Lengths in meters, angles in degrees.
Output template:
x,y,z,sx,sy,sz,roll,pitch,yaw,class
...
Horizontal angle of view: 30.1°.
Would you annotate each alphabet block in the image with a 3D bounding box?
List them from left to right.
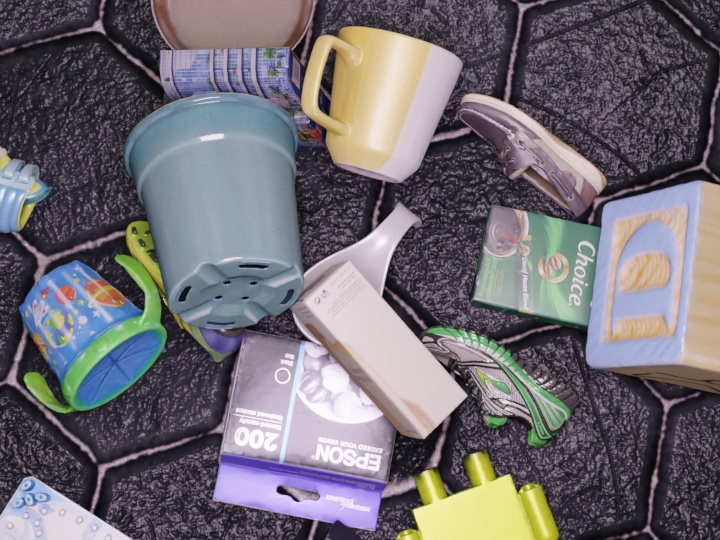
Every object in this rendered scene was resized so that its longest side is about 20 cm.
x,y,z,sx,sy,sz,roll,pitch,yaw,class
0.389,0.027,1.478,0.199,0.195,0.198,12,82,-21,alphabet block

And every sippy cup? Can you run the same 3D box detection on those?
x,y,z,sx,sy,sz,roll,pitch,yaw,class
-0.310,0.066,1.514,0.178,0.140,0.130,-40,73,-16,sippy cup

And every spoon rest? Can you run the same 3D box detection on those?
x,y,z,sx,sy,sz,roll,pitch,yaw,class
0.000,0.000,1.553,0.099,0.061,0.200,37,74,5,spoon rest

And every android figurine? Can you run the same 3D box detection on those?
x,y,z,sx,sy,sz,roll,pitch,yaw,class
0.135,0.312,1.528,0.181,0.041,0.201,-18,80,-4,android figurine

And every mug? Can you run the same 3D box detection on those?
x,y,z,sx,sy,sz,roll,pitch,yaw,class
0.011,-0.192,1.555,0.185,0.149,0.154,16,89,-14,mug

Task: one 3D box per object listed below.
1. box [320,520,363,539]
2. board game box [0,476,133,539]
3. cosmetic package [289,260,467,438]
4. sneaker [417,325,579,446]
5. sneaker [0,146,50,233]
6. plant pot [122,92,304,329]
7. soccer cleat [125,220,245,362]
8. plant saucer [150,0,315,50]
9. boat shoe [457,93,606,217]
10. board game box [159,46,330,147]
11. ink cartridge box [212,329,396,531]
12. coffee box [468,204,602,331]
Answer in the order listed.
x,y,z,sx,sy,sz,roll,pitch,yaw,class
-0.014,0.416,1.451,0.200,0.123,0.199,39,94,4,box
-0.349,0.368,1.511,0.199,0.026,0.201,31,81,3,board game box
0.017,0.088,1.478,0.071,0.105,0.200,-42,95,-12,cosmetic package
0.149,0.129,1.538,0.199,0.078,0.086,32,82,3,sneaker
-0.427,-0.135,1.565,0.129,0.080,0.202,-1,90,0,sneaker
-0.148,-0.055,1.468,0.199,0.201,0.197,-12,60,-4,plant pot
-0.211,0.025,1.552,0.200,0.084,0.065,45,42,19,soccer cleat
-0.154,-0.330,1.626,0.198,0.032,0.202,0,81,-2,plant saucer
0.195,-0.136,1.587,0.199,0.072,0.065,34,76,-2,boat shoe
-0.153,-0.195,1.544,0.198,0.200,0.062,0,79,13,board game box
-0.058,0.183,1.541,0.197,0.043,0.202,10,81,-1,ink cartridge box
0.237,0.002,1.578,0.198,0.044,0.124,14,80,0,coffee box
